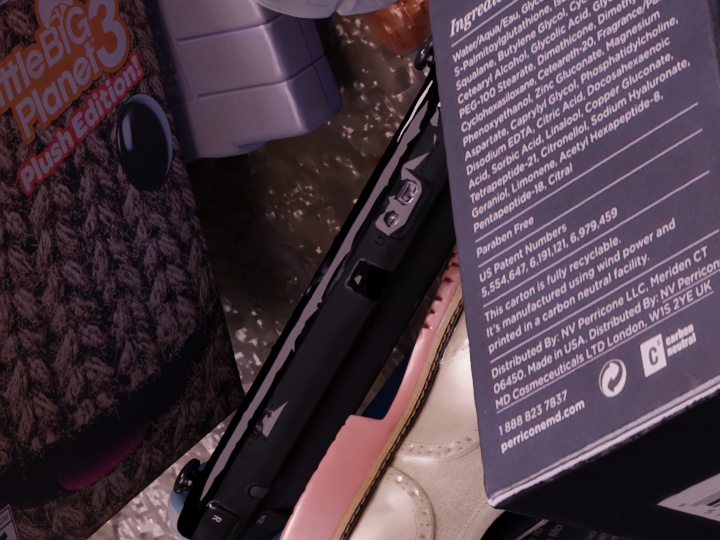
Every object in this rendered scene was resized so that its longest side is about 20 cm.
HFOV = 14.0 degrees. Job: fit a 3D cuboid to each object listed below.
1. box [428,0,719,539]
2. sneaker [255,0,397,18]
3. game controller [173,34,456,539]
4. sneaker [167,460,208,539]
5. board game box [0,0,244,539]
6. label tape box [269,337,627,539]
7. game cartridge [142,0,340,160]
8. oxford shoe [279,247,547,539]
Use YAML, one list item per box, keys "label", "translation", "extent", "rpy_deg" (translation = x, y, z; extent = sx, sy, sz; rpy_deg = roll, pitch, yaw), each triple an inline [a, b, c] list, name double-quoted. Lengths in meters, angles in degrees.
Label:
- label: "box"
  translation: [0.111, -0.031, 0.798]
  extent: [0.107, 0.148, 0.200]
  rpy_deg: [-33, 53, 42]
- label: "sneaker"
  translation: [-0.052, -0.142, 0.912]
  extent: [0.077, 0.200, 0.082]
  rpy_deg: [-55, 43, 22]
- label: "game controller"
  translation: [0.000, 0.000, 0.952]
  extent: [0.042, 0.104, 0.200]
  rpy_deg: [29, 109, -4]
- label: "sneaker"
  translation: [0.015, 0.148, 1.078]
  extent: [0.200, 0.080, 0.131]
  rpy_deg: [18, 124, 26]
- label: "board game box"
  translation: [-0.139, -0.011, 0.973]
  extent: [0.097, 0.159, 0.200]
  rpy_deg: [2, 117, 33]
- label: "label tape box"
  translation: [0.078, 0.108, 0.962]
  extent: [0.200, 0.144, 0.063]
  rpy_deg: [13, 136, 29]
- label: "game cartridge"
  translation: [-0.108, -0.095, 1.040]
  extent: [0.200, 0.038, 0.130]
  rpy_deg: [-6, 116, 37]
- label: "oxford shoe"
  translation: [0.051, 0.039, 0.930]
  extent: [0.074, 0.200, 0.071]
  rpy_deg: [29, 170, 18]
